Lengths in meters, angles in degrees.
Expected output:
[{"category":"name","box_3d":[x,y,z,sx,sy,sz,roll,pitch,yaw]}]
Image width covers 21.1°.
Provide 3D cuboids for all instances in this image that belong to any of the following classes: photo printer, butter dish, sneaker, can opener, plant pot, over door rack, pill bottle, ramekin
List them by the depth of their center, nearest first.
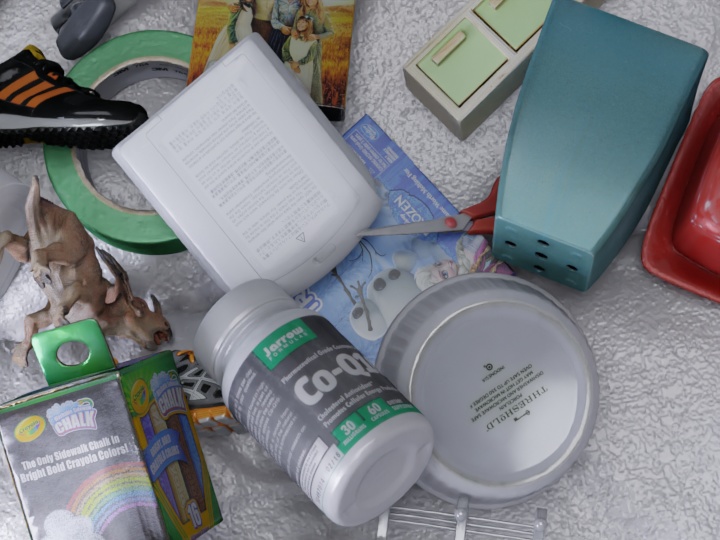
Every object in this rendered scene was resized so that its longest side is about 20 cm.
[{"category":"pill bottle","box_3d":[-0.042,0.104,1.575,0.113,0.113,0.200,-44,60,-5]},{"category":"over door rack","box_3d":[0.074,0.288,1.595,0.146,0.067,0.202,7,101,7]},{"category":"ramekin","box_3d":[0.111,0.102,1.628,0.200,0.094,0.204,0,88,-5]},{"category":"butter dish","box_3d":[0.361,-0.068,1.641,0.199,0.148,0.201,22,79,10]},{"category":"plant pot","box_3d":[0.189,-0.098,1.649,0.140,0.141,0.201,22,70,10]},{"category":"photo printer","box_3d":[-0.090,-0.077,1.662,0.166,0.069,0.200,-40,92,0]},{"category":"sneaker","box_3d":[-0.142,0.105,1.686,0.198,0.078,0.078,-7,72,5]},{"category":"sneaker","box_3d":[-0.280,-0.158,1.710,0.198,0.070,0.091,1,80,20]},{"category":"can opener","box_3d":[-0.199,-0.265,1.752,0.200,0.053,0.067,-38,47,15]}]

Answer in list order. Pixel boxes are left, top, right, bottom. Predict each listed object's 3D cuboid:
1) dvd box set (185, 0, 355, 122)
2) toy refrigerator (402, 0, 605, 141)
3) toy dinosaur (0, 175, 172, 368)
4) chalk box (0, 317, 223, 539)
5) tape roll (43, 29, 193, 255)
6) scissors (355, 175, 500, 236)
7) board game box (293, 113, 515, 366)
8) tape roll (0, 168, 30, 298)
[{"category":"dvd box set","box_3d":[-0.076,-0.235,1.749,0.145,0.029,0.202,7,65,-2]},{"category":"toy refrigerator","box_3d":[0.135,-0.219,1.736,0.200,0.070,0.076,-44,77,-5]},{"category":"toy dinosaur","box_3d":[-0.252,-0.004,1.679,0.085,0.136,0.201,-2,117,34]},{"category":"chalk box","box_3d":[-0.214,0.141,1.600,0.123,0.124,0.202,-16,91,17]},{"category":"tape roll","box_3d":[-0.187,-0.116,1.754,0.198,0.048,0.202,-1,77,4]},{"category":"scissors","box_3d":[0.092,-0.037,1.680,0.199,0.014,0.073,-21,70,-32]},{"category":"board game box","box_3d":[0.000,0.000,1.712,0.199,0.043,0.200,-42,77,-4]},{"category":"tape roll","box_3d":[-0.396,-0.024,1.674,0.139,0.203,0.203,32,82,12]}]
